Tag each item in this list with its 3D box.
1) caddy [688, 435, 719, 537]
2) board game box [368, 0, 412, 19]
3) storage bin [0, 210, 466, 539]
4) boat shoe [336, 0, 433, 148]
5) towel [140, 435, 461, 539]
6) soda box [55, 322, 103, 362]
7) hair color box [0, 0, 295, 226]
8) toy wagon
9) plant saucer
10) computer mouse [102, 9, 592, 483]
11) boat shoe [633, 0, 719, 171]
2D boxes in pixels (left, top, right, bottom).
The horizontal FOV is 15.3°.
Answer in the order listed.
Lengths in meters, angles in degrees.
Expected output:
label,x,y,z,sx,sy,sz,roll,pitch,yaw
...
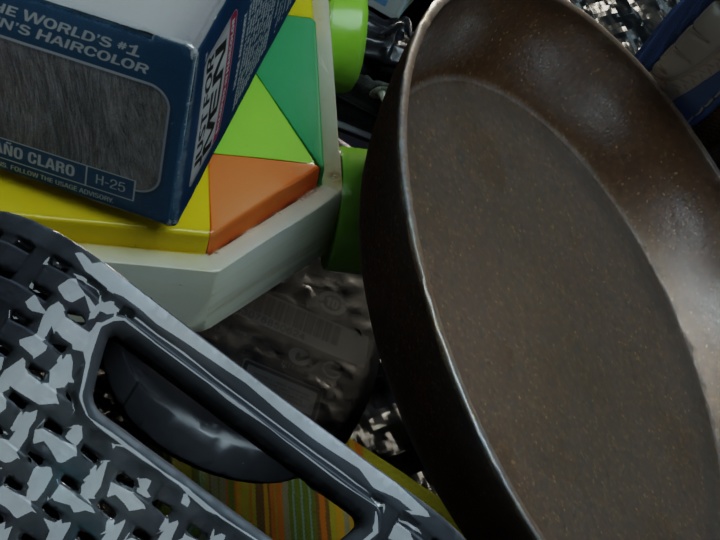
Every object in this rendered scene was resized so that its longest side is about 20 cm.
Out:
label,x,y,z,sx,sy,sz,roll,pitch,yaw
caddy,0.143,0.056,0.845,0.141,0.105,0.200,52,38,5
board game box,0.022,-0.181,0.868,0.103,0.105,0.200,31,35,5
storage bin,-0.078,0.076,0.630,0.135,0.200,0.094,37,69,-11
boat shoe,0.020,-0.070,0.878,0.200,0.064,0.071,11,60,-29
towel,0.017,0.093,0.783,0.200,0.018,0.086,34,25,-22
soda box,-0.124,-0.011,0.746,0.200,0.068,0.064,-1,66,-35
hair color box,-0.057,-0.108,0.688,0.100,0.061,0.200,18,44,6
toy wagon,-0.074,-0.066,0.714,0.155,0.040,0.200,6,46,-10
plant saucer,0.059,0.021,0.696,0.200,0.034,0.201,39,38,-39
computer mouse,0.000,0.000,0.746,0.140,0.046,0.200,20,44,-12
boat shoe,0.115,-0.046,0.808,0.072,0.200,0.072,37,74,-1
